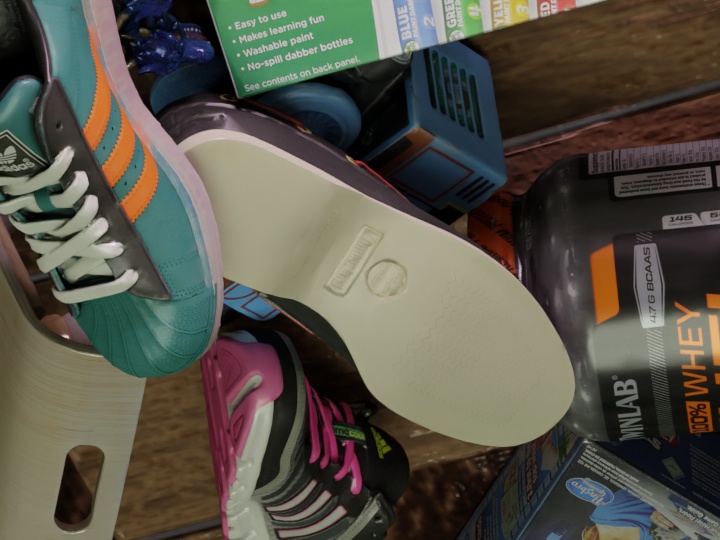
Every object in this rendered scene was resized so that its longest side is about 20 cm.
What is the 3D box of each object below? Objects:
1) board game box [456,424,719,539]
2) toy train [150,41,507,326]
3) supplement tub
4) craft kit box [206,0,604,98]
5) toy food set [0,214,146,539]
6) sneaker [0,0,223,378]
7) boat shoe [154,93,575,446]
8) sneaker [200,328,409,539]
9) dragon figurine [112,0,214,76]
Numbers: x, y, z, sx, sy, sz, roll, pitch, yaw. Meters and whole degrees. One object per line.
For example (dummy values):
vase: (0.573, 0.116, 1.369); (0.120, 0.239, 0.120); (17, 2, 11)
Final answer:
board game box: (0.118, 0.161, 1.371); (0.200, 0.062, 0.200); (32, 125, -22)
toy train: (-0.038, -0.037, 1.197); (0.114, 0.087, 0.200); (30, 128, -35)
supplement tub: (0.149, 0.006, 1.203); (0.200, 0.123, 0.123); (-7, 129, 7)
craft kit box: (0.021, -0.183, 1.060); (0.200, 0.049, 0.198); (-15, 102, 13)
toy food set: (-0.141, 0.022, 1.183); (0.060, 0.200, 0.144); (-7, 134, -24)
sneaker: (-0.113, -0.043, 1.022); (0.071, 0.080, 0.200); (-12, 109, 30)
boat shoe: (0.002, -0.002, 1.123); (0.201, 0.063, 0.074); (33, 106, -23)
sneaker: (-0.022, 0.079, 1.284); (0.087, 0.074, 0.200); (-8, 152, -4)
dragon figurine: (-0.148, -0.127, 1.079); (0.200, 0.099, 0.059); (12, 122, -9)
